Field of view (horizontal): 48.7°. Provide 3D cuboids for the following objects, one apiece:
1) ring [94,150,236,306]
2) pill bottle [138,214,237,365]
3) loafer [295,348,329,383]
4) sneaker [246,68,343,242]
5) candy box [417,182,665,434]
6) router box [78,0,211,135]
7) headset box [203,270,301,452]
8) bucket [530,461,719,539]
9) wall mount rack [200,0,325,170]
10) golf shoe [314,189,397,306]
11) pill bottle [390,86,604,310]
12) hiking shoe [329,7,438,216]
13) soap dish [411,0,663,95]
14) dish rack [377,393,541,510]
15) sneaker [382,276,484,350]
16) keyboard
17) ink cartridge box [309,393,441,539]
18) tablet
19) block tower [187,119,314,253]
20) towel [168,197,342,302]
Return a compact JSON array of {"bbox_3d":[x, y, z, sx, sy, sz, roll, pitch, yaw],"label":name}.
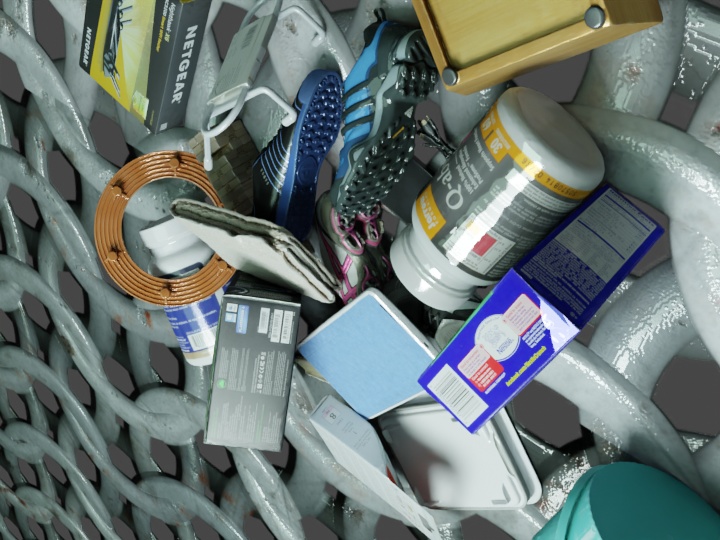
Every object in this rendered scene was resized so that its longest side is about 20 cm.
[{"bbox_3d":[-0.245,-0.054,1.025,0.202,0.199,0.019,57,179,-3],"label":"ring"},{"bbox_3d":[-0.223,0.018,1.101,0.115,0.115,0.202,-8,108,43],"label":"pill bottle"},{"bbox_3d":[-0.006,0.123,1.004,0.199,0.076,0.069,2,122,44],"label":"loafer"},{"bbox_3d":[-0.081,-0.132,0.894,0.077,0.070,0.202,26,107,32],"label":"sneaker"},{"bbox_3d":[0.162,0.030,0.714,0.077,0.199,0.170,44,134,12],"label":"candy box"},{"bbox_3d":[-0.275,-0.298,1.001,0.157,0.052,0.201,41,135,14],"label":"router box"},{"bbox_3d":[-0.127,0.101,0.980,0.092,0.200,0.176,8,98,-5],"label":"headset box"},{"bbox_3d":[0.270,0.302,0.789,0.206,0.207,0.136,37,124,17],"label":"bucket"},{"bbox_3d":[-0.124,-0.200,0.870,0.173,0.202,0.074,-14,140,43],"label":"wall mount rack"},{"bbox_3d":[0.000,0.000,0.937,0.092,0.072,0.202,-1,107,59],"label":"golf shoe"},{"bbox_3d":[0.119,-0.059,0.739,0.116,0.116,0.200,46,125,8],"label":"pill bottle"},{"bbox_3d":[0.013,-0.155,0.812,0.087,0.074,0.202,38,111,38],"label":"hiking shoe"},{"bbox_3d":[0.129,-0.244,0.664,0.199,0.081,0.159,-11,108,45],"label":"soap dish"},{"bbox_3d":[0.112,0.231,0.993,0.199,0.043,0.173,-18,102,44],"label":"dish rack"},{"bbox_3d":[0.104,0.059,0.842,0.198,0.090,0.067,22,119,20],"label":"sneaker"},{"bbox_3d":[0.086,-0.083,0.843,0.200,0.021,0.128,43,136,11],"label":"keyboard"},{"bbox_3d":[0.035,0.256,1.011,0.199,0.057,0.163,28,158,28],"label":"ink cartridge box"},{"bbox_3d":[0.011,0.100,0.902,0.130,0.014,0.200,46,144,-3],"label":"tablet"},{"bbox_3d":[-0.138,-0.091,1.005,0.054,0.058,0.201,-24,99,47],"label":"block tower"},{"bbox_3d":[-0.122,-0.022,0.917,0.199,0.035,0.133,17,160,40],"label":"towel"}]
